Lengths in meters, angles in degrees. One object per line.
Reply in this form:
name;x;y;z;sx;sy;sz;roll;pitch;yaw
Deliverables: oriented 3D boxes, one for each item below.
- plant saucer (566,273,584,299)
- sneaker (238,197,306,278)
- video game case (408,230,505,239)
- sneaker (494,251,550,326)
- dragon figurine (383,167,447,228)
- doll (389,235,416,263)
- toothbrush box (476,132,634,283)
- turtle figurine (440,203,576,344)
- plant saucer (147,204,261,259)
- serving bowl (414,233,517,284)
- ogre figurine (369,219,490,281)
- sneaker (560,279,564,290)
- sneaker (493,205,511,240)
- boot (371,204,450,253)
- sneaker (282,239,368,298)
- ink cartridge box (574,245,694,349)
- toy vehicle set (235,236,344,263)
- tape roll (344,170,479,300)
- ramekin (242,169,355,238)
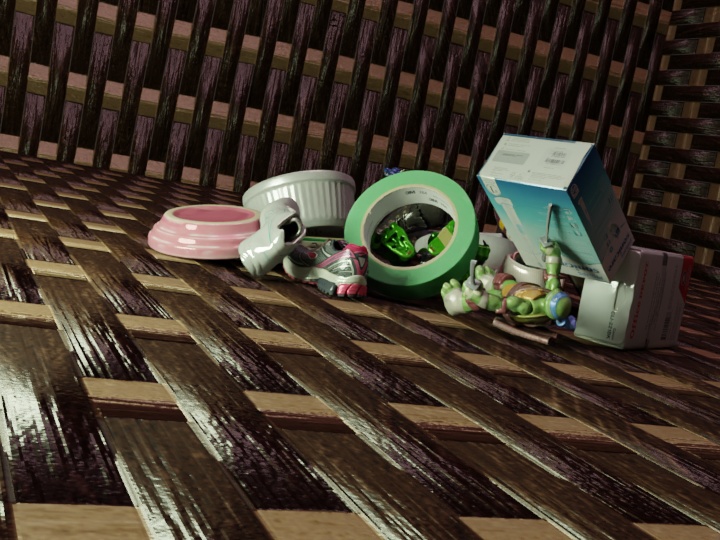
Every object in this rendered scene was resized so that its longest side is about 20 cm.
plant saucer;0.390;0.001;1.767;0.034;0.201;0.200;-28;0;10
sneaker;-0.110;-0.058;1.430;0.080;0.071;0.200;-30;19;23
video game case;0.195;-0.033;1.873;0.199;0.018;0.143;4;-26;28
sneaker;0.234;0.015;1.517;0.075;0.105;0.200;-3;11;-22
dragon figurine;0.120;-0.122;1.836;0.199;0.059;0.099;27;-27;-7
doll;0.135;-0.033;1.825;0.199;0.049;0.136;-6;-22;41
toothbrush box;0.270;-0.084;1.342;0.146;0.085;0.200;14;-30;43
turtle figurine;0.194;0.000;1.318;0.200;0.144;0.194;41;-22;-23
plant saucer;-0.224;-0.063;1.498;0.199;0.051;0.201;2;15;0
serving bowl;0.189;-0.005;1.691;0.199;0.066;0.200;8;-15;2
ogre figurine;0.106;-0.022;1.543;0.199;0.099;0.120;-11;-25;9
sneaker;0.284;0.043;1.602;0.089;0.067;0.200;4;4;15
sneaker;0.302;-0.060;1.759;0.075;0.201;0.090;-28;-12;2
boot;0.051;-0.065;1.734;0.174;0.069;0.200;-34;8;-36
sneaker;-0.044;-0.013;1.426;0.080;0.075;0.200;6;7;-34
ink cartridge box;0.412;0.038;1.465;0.083;0.145;0.200;14;6;38
toy vehicle set;-0.091;-0.033;1.576;0.199;0.027;0.124;4;10;4
tape roll;0.077;-0.055;1.469;0.200;0.201;0.048;14;-24;23
ramekin;-0.101;-0.097;1.712;0.201;0.095;0.202;-9;-14;-2
